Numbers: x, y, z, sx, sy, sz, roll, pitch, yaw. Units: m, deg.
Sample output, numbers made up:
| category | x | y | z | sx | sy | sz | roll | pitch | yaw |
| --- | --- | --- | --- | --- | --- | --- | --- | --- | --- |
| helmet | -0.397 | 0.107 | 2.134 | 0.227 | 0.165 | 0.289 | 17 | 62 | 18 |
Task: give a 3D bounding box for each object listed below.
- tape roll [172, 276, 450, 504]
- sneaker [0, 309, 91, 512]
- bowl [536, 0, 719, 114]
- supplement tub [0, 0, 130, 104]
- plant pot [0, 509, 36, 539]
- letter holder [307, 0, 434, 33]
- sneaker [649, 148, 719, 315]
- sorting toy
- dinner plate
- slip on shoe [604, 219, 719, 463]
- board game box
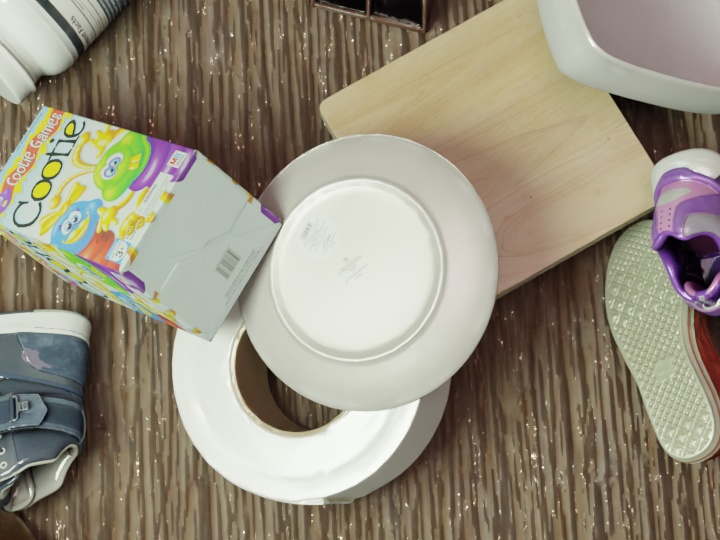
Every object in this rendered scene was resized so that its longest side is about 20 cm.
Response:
| category | x | y | z | sx | sy | sz | roll | pitch | yaw |
| --- | --- | --- | --- | --- | --- | --- | --- | --- | --- |
| tape roll | -0.036 | 0.072 | 1.383 | 0.202 | 0.071 | 0.203 | -2 | 84 | 18 |
| sneaker | -0.302 | 0.108 | 1.391 | 0.202 | 0.077 | 0.146 | -4 | 64 | -2 |
| bowl | 0.214 | -0.210 | 1.440 | 0.199 | 0.075 | 0.200 | 10 | 59 | -29 |
| supplement tub | -0.244 | -0.243 | 1.450 | 0.140 | 0.140 | 0.200 | 40 | 80 | 8 |
| plant pot | -0.364 | 0.234 | 1.336 | 0.187 | 0.187 | 0.200 | 35 | 92 | 7 |
| letter holder | 0.030 | -0.312 | 1.466 | 0.100 | 0.142 | 0.200 | 14 | 77 | 3 |
| sneaker | 0.277 | 0.008 | 1.385 | 0.200 | 0.080 | 0.089 | 48 | 42 | -21 |
| sorting toy | 0.102 | -0.085 | 1.452 | 0.200 | 0.070 | 0.199 | -29 | 79 | -6 |
| dinner plate | 0.000 | 0.000 | 1.329 | 0.200 | 0.024 | 0.201 | -3 | 82 | 20 |
| slip on shoe | 0.240 | 0.055 | 1.430 | 0.074 | 0.061 | 0.200 | -28 | 63 | 27 |
| board game box | -0.174 | -0.038 | 1.369 | 0.200 | 0.103 | 0.105 | 18 | 73 | 47 |
